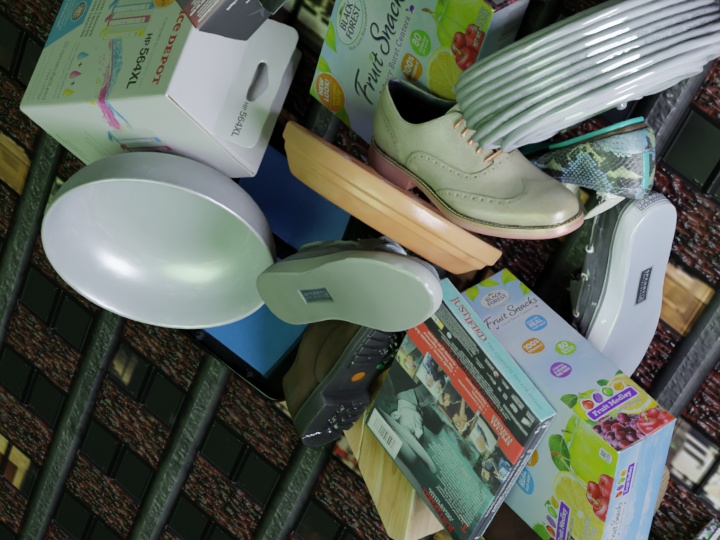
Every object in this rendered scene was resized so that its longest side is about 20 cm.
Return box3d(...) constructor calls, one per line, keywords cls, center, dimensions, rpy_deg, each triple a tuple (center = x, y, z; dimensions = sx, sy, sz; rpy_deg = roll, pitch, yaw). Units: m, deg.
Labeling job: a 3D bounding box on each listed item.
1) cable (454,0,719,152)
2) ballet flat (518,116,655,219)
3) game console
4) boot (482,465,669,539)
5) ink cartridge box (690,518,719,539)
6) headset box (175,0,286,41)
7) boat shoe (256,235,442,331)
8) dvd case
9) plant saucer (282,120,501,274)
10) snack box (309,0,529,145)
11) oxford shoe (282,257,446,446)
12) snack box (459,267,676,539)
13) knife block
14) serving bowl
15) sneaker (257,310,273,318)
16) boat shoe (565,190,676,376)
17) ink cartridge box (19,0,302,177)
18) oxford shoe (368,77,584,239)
box3d(cls="cable", center=(0.165, -0.146, 1.445), dimensions=(0.200, 0.200, 0.069), rpy_deg=(-23, 90, 45))
box3d(cls="ballet flat", center=(0.151, -0.070, 1.566), dimensions=(0.200, 0.074, 0.074), rpy_deg=(-7, 113, 60))
box3d(cls="game console", center=(-0.090, -0.020, 1.780), dimensions=(0.200, 0.119, 0.173), rpy_deg=(36, 135, 15))
box3d(cls="boot", center=(0.158, 0.188, 1.745), dimensions=(0.166, 0.072, 0.200), rpy_deg=(40, 132, 14))
box3d(cls="ink cartridge box", center=(0.325, 0.308, 1.659), dimensions=(0.200, 0.109, 0.050), rpy_deg=(43, 135, 9))
box3d(cls="headset box", center=(-0.101, -0.288, 1.588), dimensions=(0.149, 0.075, 0.200), rpy_deg=(-43, 69, 23))
box3d(cls="boat shoe", center=(0.000, 0.001, 1.624), dimensions=(0.200, 0.072, 0.070), rpy_deg=(-1, 125, 49))
box3d(cls="dvd case", center=(0.075, 0.118, 1.645), dimensions=(0.146, 0.022, 0.200), rpy_deg=(51, 143, 23))
box3d(cls="plant saucer", center=(0.019, -0.053, 1.632), dimensions=(0.200, 0.200, 0.038), rpy_deg=(34, 94, 18))
box3d(cls="snack box", center=(0.043, -0.177, 1.603), dimensions=(0.142, 0.053, 0.200), rpy_deg=(43, 140, 22))
box3d(cls="oxford shoe", center=(-0.006, 0.051, 1.705), dimensions=(0.200, 0.073, 0.085), rpy_deg=(-48, 55, 26))
box3d(cls="snack box", center=(0.149, 0.124, 1.632), dimensions=(0.200, 0.068, 0.169), rpy_deg=(44, 147, 34))
box3d(cls="knife block", center=(0.062, 0.113, 1.749), dimensions=(0.175, 0.064, 0.201), rpy_deg=(-32, 77, 45))
box3d(cls="serving bowl", center=(-0.164, -0.035, 1.721), dimensions=(0.199, 0.066, 0.200), rpy_deg=(6, 143, 5))
box3d(cls="sneaker", center=(-0.089, 0.059, 1.863), dimensions=(0.200, 0.067, 0.090), rpy_deg=(31, 126, 16))
box3d(cls="boat shoe", center=(0.193, 0.012, 1.616), dimensions=(0.066, 0.070, 0.201), rpy_deg=(41, 140, 36))
box3d(cls="ink cartridge box", center=(-0.157, -0.161, 1.710), dimensions=(0.199, 0.129, 0.125), rpy_deg=(-1, 150, 39))
box3d(cls="oxford shoe", center=(0.082, -0.083, 1.529), dimensions=(0.200, 0.071, 0.074), rpy_deg=(26, 131, 33))
